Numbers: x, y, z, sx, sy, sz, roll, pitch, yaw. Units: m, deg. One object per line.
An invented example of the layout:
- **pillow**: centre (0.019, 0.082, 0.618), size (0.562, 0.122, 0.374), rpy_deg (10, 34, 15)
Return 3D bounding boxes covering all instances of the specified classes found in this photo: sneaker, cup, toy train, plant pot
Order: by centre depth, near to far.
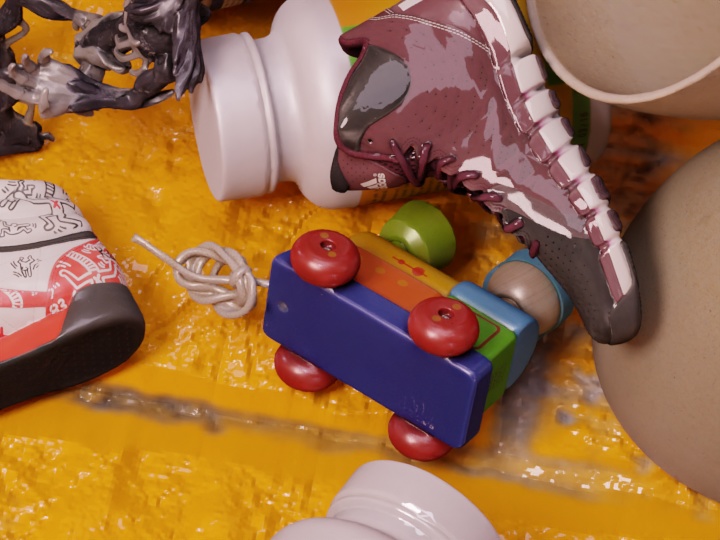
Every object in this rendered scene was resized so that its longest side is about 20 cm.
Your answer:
- **sneaker**: centre (0.049, -0.040, 1.439), size (0.115, 0.076, 0.200), rpy_deg (-24, 79, -6)
- **cup**: centre (0.198, -0.154, 1.446), size (0.143, 0.200, 0.201), rpy_deg (20, 45, -37)
- **sneaker**: centre (-0.215, 0.021, 1.457), size (0.201, 0.067, 0.108), rpy_deg (-18, 57, -20)
- **plant pot**: centre (0.218, 0.002, 1.460), size (0.200, 0.135, 0.201), rpy_deg (2, 56, -2)
- **toy train**: centre (0.000, 0.000, 1.487), size (0.200, 0.085, 0.116), rpy_deg (30, 43, 23)

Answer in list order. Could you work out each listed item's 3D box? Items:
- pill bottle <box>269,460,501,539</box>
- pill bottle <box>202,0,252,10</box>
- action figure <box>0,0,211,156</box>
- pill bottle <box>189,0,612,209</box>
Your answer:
- **pill bottle**: centre (-0.019, 0.185, 1.328), size (0.113, 0.113, 0.200), rpy_deg (28, 58, 15)
- **pill bottle**: centre (-0.023, -0.209, 1.603), size (0.199, 0.111, 0.111), rpy_deg (-15, 58, -14)
- **action figure**: centre (-0.142, -0.123, 1.486), size (0.102, 0.200, 0.119), rpy_deg (16, 59, -42)
- **pill bottle**: centre (0.018, -0.092, 1.524), size (0.199, 0.111, 0.111), rpy_deg (-10, 57, -11)
